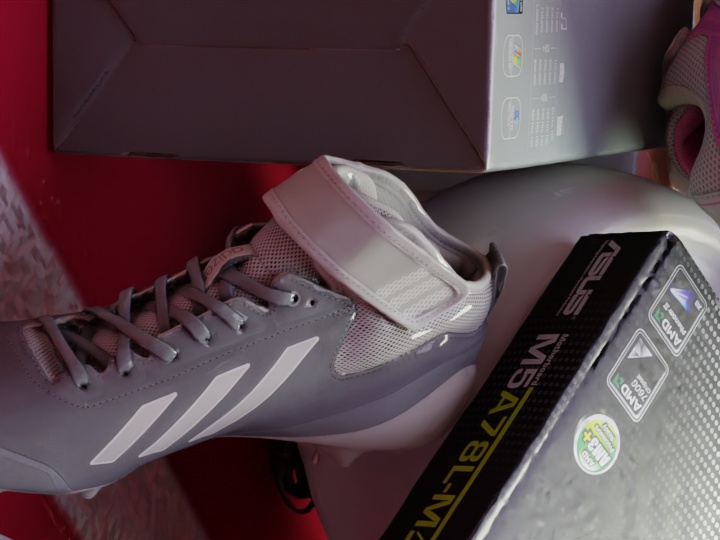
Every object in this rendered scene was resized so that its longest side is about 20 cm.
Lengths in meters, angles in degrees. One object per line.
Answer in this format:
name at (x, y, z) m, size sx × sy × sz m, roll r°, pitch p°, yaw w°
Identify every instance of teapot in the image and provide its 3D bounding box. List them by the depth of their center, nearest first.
teapot at (0.049, 0.047, 0.942) m, size 0.197 × 0.146 × 0.200 m, roll -43°, pitch 127°, yaw -26°

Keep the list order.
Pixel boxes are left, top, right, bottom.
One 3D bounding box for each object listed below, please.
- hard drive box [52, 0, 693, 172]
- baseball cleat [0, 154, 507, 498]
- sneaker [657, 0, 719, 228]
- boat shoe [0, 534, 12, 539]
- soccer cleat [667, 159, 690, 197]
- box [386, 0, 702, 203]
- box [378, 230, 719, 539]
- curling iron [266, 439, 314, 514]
hard drive box at (0.011, -0.079, 0.886) m, size 0.200 × 0.155 × 0.077 m, roll -12°, pitch 105°, yaw -64°
baseball cleat at (-0.049, 0.012, 0.769) m, size 0.199 × 0.070 × 0.107 m, roll -4°, pitch 129°, yaw -33°
sneaker at (0.143, -0.074, 0.909) m, size 0.081 × 0.088 × 0.200 m, roll 51°, pitch 21°, yaw -19°
boat shoe at (-0.116, 0.112, 0.733) m, size 0.070 × 0.071 × 0.200 m, roll -48°, pitch 139°, yaw 15°
soccer cleat at (0.162, -0.017, 0.976) m, size 0.070 × 0.086 × 0.201 m, roll 57°, pitch 24°, yaw -46°
box at (0.091, -0.069, 1.090) m, size 0.152 × 0.106 × 0.201 m, roll 61°, pitch 32°, yaw -50°
box at (0.088, 0.123, 0.832) m, size 0.200 × 0.047 × 0.193 m, roll 54°, pitch 54°, yaw -28°
curling iron at (0.000, 0.000, 1.023) m, size 0.050 × 0.025 × 0.201 m, roll 49°, pitch 49°, yaw -53°
